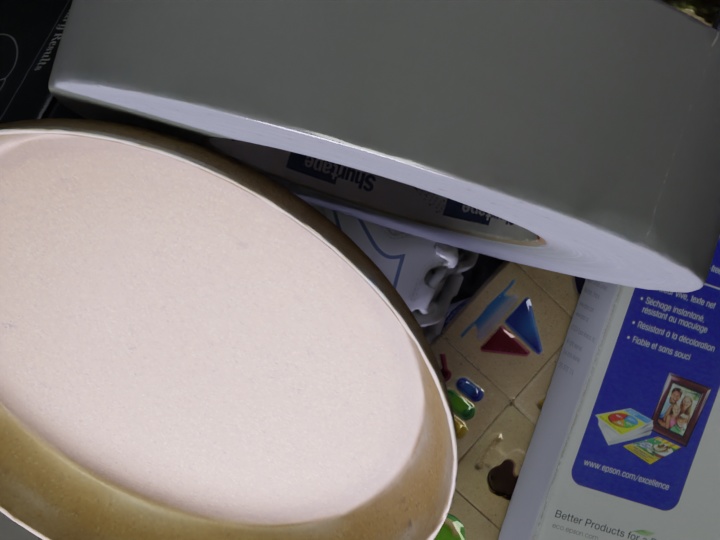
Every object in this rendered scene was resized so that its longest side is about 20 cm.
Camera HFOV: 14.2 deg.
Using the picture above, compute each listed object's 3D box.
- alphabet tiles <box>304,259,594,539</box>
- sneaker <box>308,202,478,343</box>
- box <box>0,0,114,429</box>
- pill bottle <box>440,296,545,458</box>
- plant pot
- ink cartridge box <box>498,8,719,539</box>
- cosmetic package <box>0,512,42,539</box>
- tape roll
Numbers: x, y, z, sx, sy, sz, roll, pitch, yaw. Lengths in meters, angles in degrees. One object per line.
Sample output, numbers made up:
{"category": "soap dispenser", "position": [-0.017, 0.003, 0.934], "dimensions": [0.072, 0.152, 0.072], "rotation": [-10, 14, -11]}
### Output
{"category": "alphabet tiles", "position": [0.106, 0.050, 0.961], "dimensions": [0.167, 0.200, 0.008], "rotation": [42, 178, -16]}
{"category": "sneaker", "position": [0.000, 0.000, 0.969], "dimensions": [0.087, 0.074, 0.201], "rotation": [-2, 95, 16]}
{"category": "box", "position": [-0.144, -0.015, 1.024], "dimensions": [0.200, 0.149, 0.107], "rotation": [-13, 127, 37]}
{"category": "pill bottle", "position": [0.025, 0.073, 1.061], "dimensions": [0.200, 0.112, 0.112], "rotation": [-19, 123, 40]}
{"category": "plant pot", "position": [-0.061, 0.026, 0.890], "dimensions": [0.199, 0.028, 0.200], "rotation": [14, 137, 13]}
{"category": "ink cartridge box", "position": [0.120, 0.022, 0.937], "dimensions": [0.099, 0.201, 0.039], "rotation": [18, -174, -15]}
{"category": "cosmetic package", "position": [-0.128, 0.145, 1.242], "dimensions": [0.200, 0.073, 0.104], "rotation": [36, 139, -12]}
{"category": "tape roll", "position": [0.013, -0.053, 0.844], "dimensions": [0.200, 0.066, 0.200], "rotation": [17, 177, 1]}
